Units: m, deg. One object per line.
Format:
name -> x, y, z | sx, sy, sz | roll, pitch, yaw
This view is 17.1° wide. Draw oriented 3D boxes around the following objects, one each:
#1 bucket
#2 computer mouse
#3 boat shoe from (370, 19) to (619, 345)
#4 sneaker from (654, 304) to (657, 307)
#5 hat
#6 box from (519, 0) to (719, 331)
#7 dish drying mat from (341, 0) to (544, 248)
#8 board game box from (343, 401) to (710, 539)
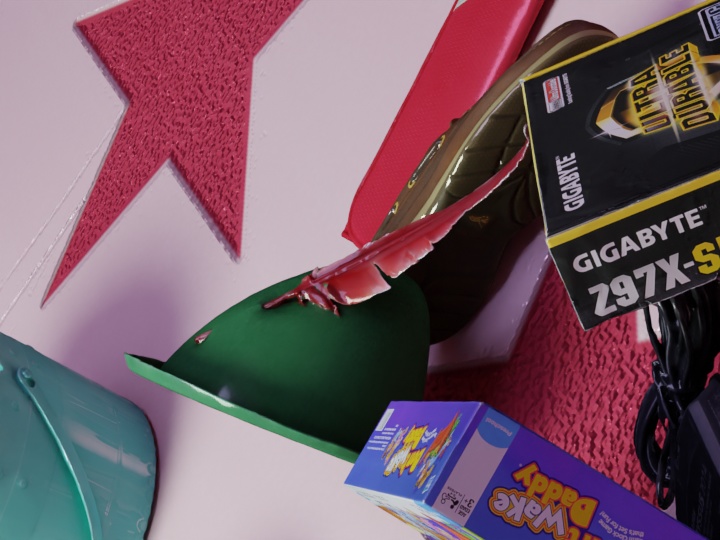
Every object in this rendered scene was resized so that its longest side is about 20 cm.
bucket -> -0.229, 0.140, 1.476 | 0.207, 0.134, 0.208 | -36, 41, 40
computer mouse -> 0.166, 0.095, 0.971 | 0.139, 0.052, 0.201 | 91, 166, -46
boat shoe -> 0.062, -0.054, 1.237 | 0.200, 0.072, 0.068 | -53, 35, 23
sneaker -> 0.179, 0.010, 1.016 | 0.200, 0.075, 0.090 | -13, 53, 53
hat -> 0.000, 0.000, 1.199 | 0.199, 0.165, 0.177 | 21, 90, 28
box -> 0.152, -0.061, 1.008 | 0.159, 0.050, 0.200 | -21, 21, 10
dish drying mat -> 0.050, -0.097, 1.336 | 0.201, 0.018, 0.077 | -62, 32, 4
board game box -> 0.074, 0.106, 0.977 | 0.045, 0.134, 0.200 | -59, 6, -7
